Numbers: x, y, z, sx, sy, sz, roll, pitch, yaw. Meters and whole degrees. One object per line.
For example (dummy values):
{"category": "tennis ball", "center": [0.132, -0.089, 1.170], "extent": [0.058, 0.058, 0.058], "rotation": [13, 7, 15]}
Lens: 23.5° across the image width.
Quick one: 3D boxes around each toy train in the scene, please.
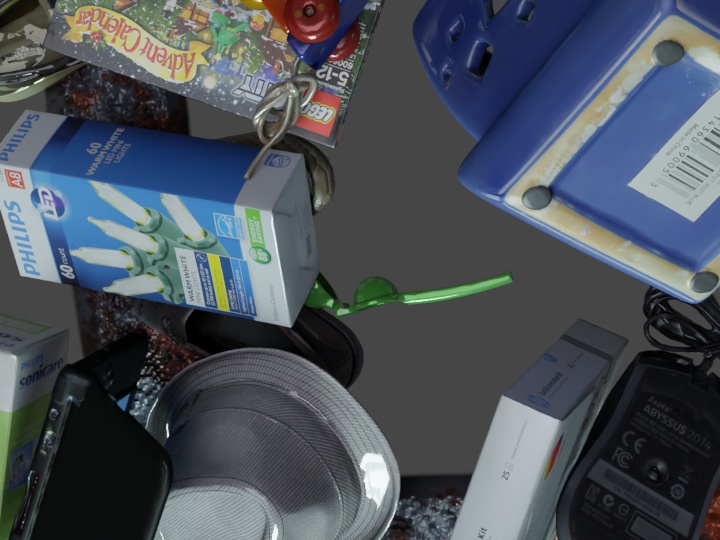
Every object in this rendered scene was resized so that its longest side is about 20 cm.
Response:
{"category": "toy train", "center": [-0.056, -0.170, 1.051], "extent": [0.115, 0.085, 0.201], "rotation": [37, 94, 10]}

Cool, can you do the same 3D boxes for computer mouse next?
{"category": "computer mouse", "center": [0.190, 0.115, 1.073], "extent": [0.138, 0.053, 0.201], "rotation": [36, 75, 1]}

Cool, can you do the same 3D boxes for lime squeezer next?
{"category": "lime squeezer", "center": [0.000, 0.000, 1.159], "extent": [0.198, 0.038, 0.071], "rotation": [22, 76, 14]}

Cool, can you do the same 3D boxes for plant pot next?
{"category": "plant pot", "center": [0.164, -0.111, 0.944], "extent": [0.199, 0.181, 0.200], "rotation": [26, 125, -23]}

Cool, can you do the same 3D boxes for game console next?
{"category": "game console", "center": [-0.168, 0.168, 1.166], "extent": [0.116, 0.176, 0.202], "rotation": [24, 107, 12]}

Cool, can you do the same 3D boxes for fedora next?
{"category": "fedora", "center": [-0.078, 0.152, 1.146], "extent": [0.199, 0.090, 0.177], "rotation": [-28, 104, 41]}

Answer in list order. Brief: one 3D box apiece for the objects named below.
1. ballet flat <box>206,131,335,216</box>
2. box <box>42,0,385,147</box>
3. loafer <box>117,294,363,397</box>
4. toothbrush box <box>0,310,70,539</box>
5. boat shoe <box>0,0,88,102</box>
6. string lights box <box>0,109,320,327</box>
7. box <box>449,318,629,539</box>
{"category": "ballet flat", "center": [-0.110, -0.062, 1.153], "extent": [0.198, 0.046, 0.068], "rotation": [7, 104, 27]}
{"category": "box", "center": [-0.087, -0.175, 1.107], "extent": [0.198, 0.038, 0.138], "rotation": [19, 95, 1]}
{"category": "loafer", "center": [-0.093, 0.028, 1.172], "extent": [0.199, 0.063, 0.072], "rotation": [26, 108, 11]}
{"category": "toothbrush box", "center": [-0.301, 0.129, 1.250], "extent": [0.144, 0.086, 0.202], "rotation": [13, 106, 15]}
{"category": "boat shoe", "center": [-0.192, -0.170, 1.162], "extent": [0.199, 0.065, 0.074], "rotation": [-31, 89, 20]}
{"category": "string lights box", "center": [-0.131, -0.035, 1.118], "extent": [0.198, 0.059, 0.103], "rotation": [10, 136, 18]}
{"category": "box", "center": [0.103, 0.127, 1.056], "extent": [0.041, 0.200, 0.157], "rotation": [22, 108, 13]}
